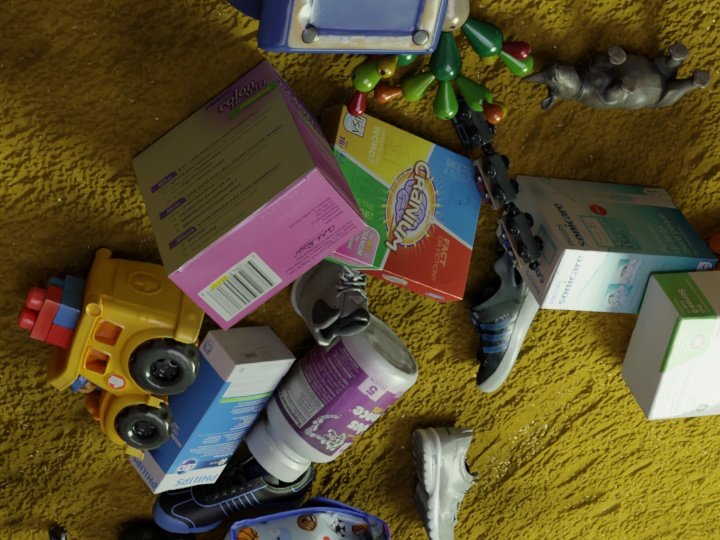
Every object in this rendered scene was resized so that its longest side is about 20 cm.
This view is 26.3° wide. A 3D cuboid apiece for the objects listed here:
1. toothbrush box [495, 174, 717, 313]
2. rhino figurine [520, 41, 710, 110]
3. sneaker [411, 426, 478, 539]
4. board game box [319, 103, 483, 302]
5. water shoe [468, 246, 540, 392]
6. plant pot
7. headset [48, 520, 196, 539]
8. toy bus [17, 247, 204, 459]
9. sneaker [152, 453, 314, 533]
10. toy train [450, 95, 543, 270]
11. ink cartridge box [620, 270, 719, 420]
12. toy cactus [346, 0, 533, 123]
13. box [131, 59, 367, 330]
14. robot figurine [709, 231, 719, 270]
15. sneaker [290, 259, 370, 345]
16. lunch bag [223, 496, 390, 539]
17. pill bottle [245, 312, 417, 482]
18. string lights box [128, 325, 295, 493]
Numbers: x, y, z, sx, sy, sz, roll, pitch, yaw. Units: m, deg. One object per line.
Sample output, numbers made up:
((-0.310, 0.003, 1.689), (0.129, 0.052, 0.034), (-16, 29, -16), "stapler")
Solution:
((0.273, -0.028, 1.728), (0.198, 0.147, 0.086), (3, 125, -21), "toothbrush box")
((0.262, -0.201, 1.632), (0.198, 0.060, 0.087), (-4, 171, -17), "rhino figurine")
((0.114, 0.281, 1.959), (0.081, 0.075, 0.201), (-11, 129, -10), "sneaker")
((0.035, -0.068, 1.615), (0.199, 0.040, 0.154), (19, 76, -33), "board game box")
((0.161, 0.053, 1.816), (0.078, 0.072, 0.201), (20, 123, -1), "water shoe")
((-0.015, -0.303, 1.377), (0.198, 0.180, 0.201), (-2, 128, -20), "plant pot")
((-0.287, 0.353, 1.884), (0.199, 0.094, 0.124), (14, 118, -47), "headset")
((-0.270, 0.081, 1.629), (0.191, 0.136, 0.201), (15, 124, -15), "toy bus")
((-0.150, 0.255, 1.838), (0.199, 0.070, 0.078), (-10, 144, -25), "sneaker")
((0.143, -0.092, 1.641), (0.034, 0.046, 0.201), (-30, 101, -33), "toy train")
((0.408, 0.079, 1.708), (0.198, 0.084, 0.146), (-3, 127, -17), "ink cartridge box")
((0.084, -0.225, 1.546), (0.198, 0.102, 0.166), (-3, 119, -7), "toy cactus")
((-0.112, -0.076, 1.506), (0.175, 0.201, 0.097), (-36, 131, 9), "box")
((0.487, 0.018, 1.864), (0.199, 0.117, 0.144), (-30, 143, 4), "robot figurine")
((0.000, 0.000, 1.665), (0.075, 0.116, 0.201), (14, 121, -29), "sneaker")
((-0.077, 0.355, 1.879), (0.198, 0.125, 0.170), (-8, 158, -22), "lunch bag")
((-0.037, 0.149, 1.772), (0.200, 0.113, 0.112), (-45, 129, 16), "pill bottle")
((-0.168, 0.158, 1.741), (0.102, 0.059, 0.201), (-2, 132, -52), "string lights box")
